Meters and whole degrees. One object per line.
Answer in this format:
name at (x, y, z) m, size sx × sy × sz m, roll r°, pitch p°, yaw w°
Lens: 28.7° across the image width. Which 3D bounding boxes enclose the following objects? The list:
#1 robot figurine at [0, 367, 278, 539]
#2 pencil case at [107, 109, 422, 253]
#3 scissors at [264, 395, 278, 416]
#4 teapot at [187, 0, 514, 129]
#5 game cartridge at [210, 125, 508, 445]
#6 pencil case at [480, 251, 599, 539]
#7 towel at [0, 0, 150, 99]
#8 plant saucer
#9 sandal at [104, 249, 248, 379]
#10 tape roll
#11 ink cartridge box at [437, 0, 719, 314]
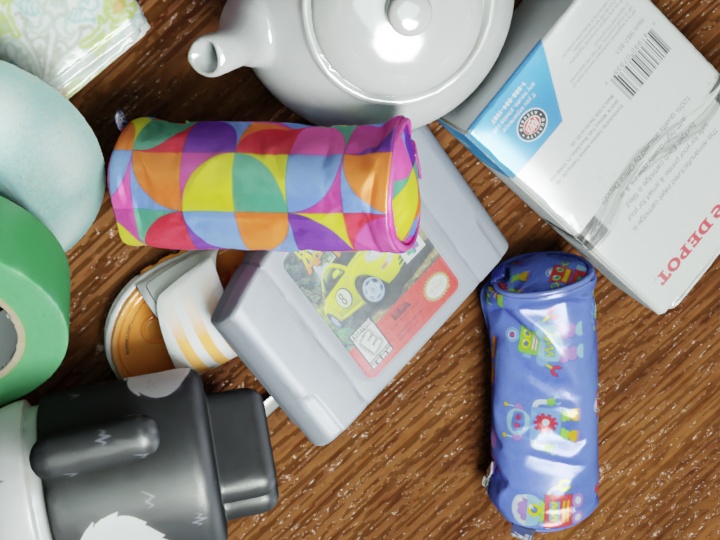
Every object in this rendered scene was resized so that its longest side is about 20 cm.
robot figurine at (-0.154, 0.135, 0.904) m, size 0.197 × 0.125 × 0.152 m, roll -10°, pitch 118°, yaw -6°
pencil case at (-0.059, -0.056, 0.862) m, size 0.197 × 0.088 × 0.090 m, roll 5°, pitch 109°, yaw 17°
scissors at (-0.111, 0.129, 0.994) m, size 0.073 × 0.014 × 0.201 m, roll 34°, pitch 98°, yaw -19°
teapot at (0.019, -0.169, 0.862) m, size 0.196 × 0.146 × 0.201 m, roll 30°, pitch 97°, yaw -21°
game cartridge at (0.000, 0.000, 0.937) m, size 0.200 × 0.041 × 0.133 m, roll -46°, pitch 110°, yaw -18°
pencil case at (0.128, 0.088, 1.008) m, size 0.086 × 0.078 × 0.203 m, roll -1°, pitch 109°, yaw 6°
towel at (-0.248, -0.171, 0.849) m, size 0.171 × 0.048 × 0.201 m, roll -40°, pitch 113°, yaw -2°
plant saucer at (-0.252, -0.044, 0.839) m, size 0.198 × 0.039 × 0.202 m, roll -6°, pitch 140°, yaw -5°
sandal at (-0.082, 0.012, 0.939) m, size 0.205 × 0.059 × 0.080 m, roll -34°, pitch 113°, yaw -1°
tape roll at (-0.274, 0.021, 0.841) m, size 0.197 × 0.049 × 0.201 m, roll -5°, pitch 145°, yaw -3°
ink cartridge box at (0.171, -0.092, 0.956) m, size 0.200 × 0.084 × 0.145 m, roll 40°, pitch 91°, yaw -21°
